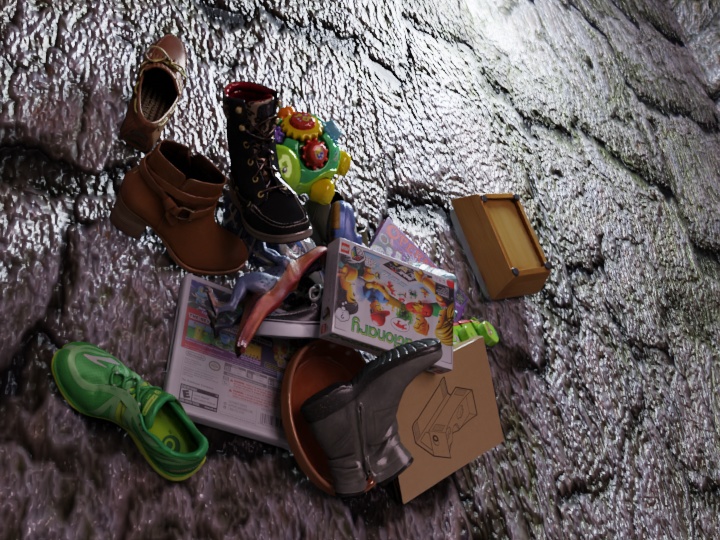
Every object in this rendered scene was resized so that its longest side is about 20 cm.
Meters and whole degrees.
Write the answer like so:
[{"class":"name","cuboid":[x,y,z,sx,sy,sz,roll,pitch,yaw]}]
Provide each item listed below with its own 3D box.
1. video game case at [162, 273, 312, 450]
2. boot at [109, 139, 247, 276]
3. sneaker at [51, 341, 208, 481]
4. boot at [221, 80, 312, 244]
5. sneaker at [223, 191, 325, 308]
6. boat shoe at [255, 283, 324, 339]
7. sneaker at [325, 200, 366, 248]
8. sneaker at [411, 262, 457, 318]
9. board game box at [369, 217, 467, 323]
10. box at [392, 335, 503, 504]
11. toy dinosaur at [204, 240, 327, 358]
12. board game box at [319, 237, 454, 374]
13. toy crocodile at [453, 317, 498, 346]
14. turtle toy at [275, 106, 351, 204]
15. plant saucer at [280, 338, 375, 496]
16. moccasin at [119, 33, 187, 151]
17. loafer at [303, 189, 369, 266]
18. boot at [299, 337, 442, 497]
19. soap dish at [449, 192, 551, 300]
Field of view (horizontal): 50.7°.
[{"class":"video game case","cuboid":[-0.149,0.118,0.965,0.197,0.023,0.186,23,50,-29]},{"class":"boot","cuboid":[-0.199,-0.078,0.948,0.197,0.155,0.078,29,46,-24]},{"class":"sneaker","cuboid":[-0.239,0.141,0.819,0.199,0.083,0.075,42,43,-12]},{"class":"boot","cuboid":[-0.117,-0.132,0.918,0.071,0.154,0.200,-12,32,-20]},{"class":"sneaker","cuboid":[-0.116,-0.038,1.073,0.202,0.076,0.085,53,31,-11]},{"class":"boat shoe","cuboid":[-0.048,0.052,0.998,0.194,0.073,0.070,-2,87,-24]},{"class":"sneaker","cuboid":[0.000,0.000,1.087,0.085,0.075,0.206,-8,98,-8]},{"class":"sneaker","cuboid":[0.098,0.058,1.113,0.084,0.079,0.202,6,39,13]},{"class":"board game box","cuboid":[0.088,0.020,1.244,0.200,0.032,0.121,43,38,-11]},{"class":"box","cuboid":[0.113,0.204,1.060,0.197,0.021,0.168,-21,103,-33]},{"class":"toy dinosaur","cuboid":[-0.103,0.029,0.947,0.178,0.107,0.201,-20,49,-21]},{"class":"board game box","cuboid":[0.040,0.050,0.998,0.196,0.034,0.130,19,63,-30]},{"class":"toy crocodile","cuboid":[0.156,0.105,1.172,0.198,0.067,0.063,-1,56,-59]},{"class":"turtle toy","cuboid":[-0.096,-0.167,1.106,0.142,0.103,0.202,18,44,8]},{"class":"plant saucer","cuboid":[-0.033,0.190,0.991,0.198,0.032,0.205,30,49,-42]},{"class":"moccasin","cuboid":[-0.280,-0.260,1.054,0.073,0.077,0.205,32,46,-21]},{"class":"loafer","cuboid":[-0.021,-0.032,1.145,0.074,0.069,0.203,-19,77,-47]},{"class":"boot","cuboid":[0.033,0.178,0.924,0.133,0.197,0.068,61,-2,-4]},{"class":"soap dish","cuboid":[0.262,-0.052,1.411,0.155,0.081,0.205,-5,68,-44]}]
